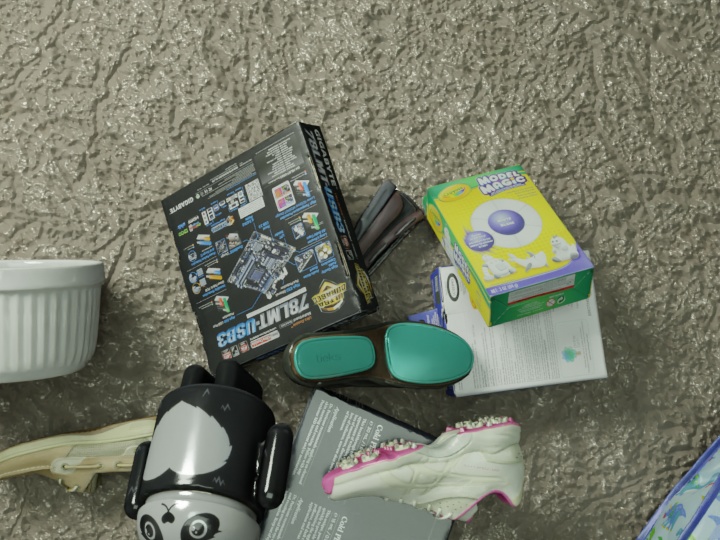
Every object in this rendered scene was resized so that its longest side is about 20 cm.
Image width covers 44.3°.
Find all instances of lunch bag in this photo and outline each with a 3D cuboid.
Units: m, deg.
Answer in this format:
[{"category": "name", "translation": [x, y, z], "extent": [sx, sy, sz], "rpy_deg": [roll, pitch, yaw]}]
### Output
[{"category": "lunch bag", "translation": [0.410, 0.268, 0.900], "extent": [0.169, 0.128, 0.201], "rpy_deg": [40, 83, 5]}]

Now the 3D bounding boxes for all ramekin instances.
[{"category": "ramekin", "translation": [-0.353, 0.046, 0.877], "extent": [0.195, 0.200, 0.108], "rpy_deg": [0, 94, -2]}]

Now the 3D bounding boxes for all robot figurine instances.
[{"category": "robot figurine", "translation": [-0.147, 0.189, 0.854], "extent": [0.122, 0.150, 0.204], "rpy_deg": [19, 54, -20]}]

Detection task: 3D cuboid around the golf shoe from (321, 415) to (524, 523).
[{"category": "golf shoe", "translation": [0.063, 0.199, 0.829], "extent": [0.195, 0.075, 0.094], "rpy_deg": [-13, 87, -3]}]

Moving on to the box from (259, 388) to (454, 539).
[{"category": "box", "translation": [-0.003, 0.247, 0.908], "extent": [0.179, 0.104, 0.204], "rpy_deg": [23, 83, 2]}]

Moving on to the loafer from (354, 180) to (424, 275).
[{"category": "loafer", "translation": [0.000, 0.000, 0.956], "extent": [0.062, 0.072, 0.202], "rpy_deg": [32, 80, -2]}]

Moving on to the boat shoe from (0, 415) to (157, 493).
[{"category": "boat shoe", "translation": [-0.290, 0.200, 0.922], "extent": [0.195, 0.072, 0.067], "rpy_deg": [-10, 83, -9]}]

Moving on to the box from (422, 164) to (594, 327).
[{"category": "box", "translation": [0.145, -0.040, 0.919], "extent": [0.115, 0.049, 0.202], "rpy_deg": [-15, 43, -11]}]

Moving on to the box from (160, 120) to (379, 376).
[{"category": "box", "translation": [-0.099, -0.018, 0.913], "extent": [0.197, 0.049, 0.203], "rpy_deg": [-24, 81, 27]}]

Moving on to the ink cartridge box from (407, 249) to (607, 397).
[{"category": "ink cartridge box", "translation": [0.151, 0.059, 0.949], "extent": [0.195, 0.076, 0.140], "rpy_deg": [-6, 83, -4]}]

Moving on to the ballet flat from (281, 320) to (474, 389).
[{"category": "ballet flat", "translation": [0.015, 0.086, 0.889], "extent": [0.195, 0.068, 0.070], "rpy_deg": [3, 77, -16]}]
